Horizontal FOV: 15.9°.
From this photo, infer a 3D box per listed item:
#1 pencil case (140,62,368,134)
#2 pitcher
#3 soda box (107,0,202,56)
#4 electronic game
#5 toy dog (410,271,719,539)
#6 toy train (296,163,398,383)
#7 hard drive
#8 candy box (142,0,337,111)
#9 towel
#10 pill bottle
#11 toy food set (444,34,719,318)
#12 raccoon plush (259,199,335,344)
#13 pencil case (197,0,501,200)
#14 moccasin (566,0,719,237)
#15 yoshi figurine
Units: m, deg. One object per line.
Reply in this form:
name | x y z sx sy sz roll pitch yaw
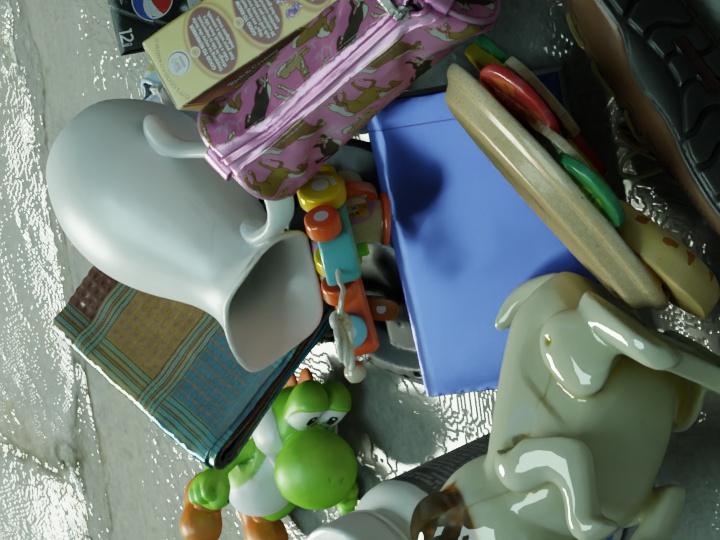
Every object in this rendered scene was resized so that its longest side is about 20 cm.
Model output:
pencil case | -0.063 -0.129 1.783 0.200 0.091 0.083 -2 71 47
pitcher | -0.118 -0.050 1.732 0.200 0.121 0.172 37 142 28
soda box | -0.138 -0.197 1.789 0.200 0.063 0.071 -96 -7 -79
electronic game | 0.021 -0.003 1.763 0.200 0.042 0.200 27 139 26
toy dog | 0.114 0.110 1.561 0.194 0.140 0.200 34 98 34
toy train | 0.000 0.000 1.665 0.200 0.056 0.150 -126 22 -88
hard drive | 0.085 -0.022 1.657 0.132 0.025 0.200 -8 103 21
candy box | -0.026 -0.171 1.621 0.200 0.117 0.056 -33 78 19
towel | -0.122 0.034 1.824 0.200 0.022 0.147 37 92 36
pill bottle | 0.066 0.177 1.686 0.114 0.200 0.114 28 128 43
toy food set | 0.122 -0.055 1.520 0.198 0.049 0.200 48 -178 -26
raccoon plush | -0.100 0.004 1.869 0.097 0.134 0.200 -23 89 56
pencil case | -0.009 -0.122 1.541 0.200 0.087 0.083 -39 49 32
moccasin | 0.182 -0.095 1.507 0.201 0.074 0.078 53 156 15
yoshi figurine | -0.062 0.160 1.938 0.112 0.112 0.200 44 138 6
